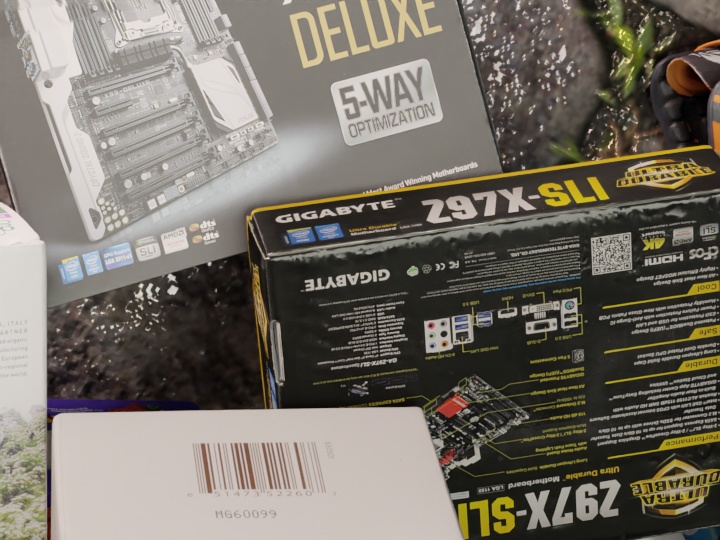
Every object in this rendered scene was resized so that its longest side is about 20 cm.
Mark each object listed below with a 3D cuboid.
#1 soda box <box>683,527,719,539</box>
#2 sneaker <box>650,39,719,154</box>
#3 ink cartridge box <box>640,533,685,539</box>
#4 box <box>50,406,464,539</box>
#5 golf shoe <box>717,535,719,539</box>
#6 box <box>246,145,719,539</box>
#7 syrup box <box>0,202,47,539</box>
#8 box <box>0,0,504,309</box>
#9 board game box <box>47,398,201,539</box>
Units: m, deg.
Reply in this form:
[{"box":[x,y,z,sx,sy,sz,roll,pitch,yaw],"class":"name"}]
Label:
[{"box":[0.187,0.093,1.276,0.068,0.064,0.200,-17,112,-17],"class":"soda box"},{"box":[0.203,-0.111,1.209,0.112,0.078,0.200,4,105,-25],"class":"sneaker"},{"box":[0.040,0.157,1.201,0.200,0.083,0.145,-44,117,9],"class":"ink cartridge box"},{"box":[-0.046,0.166,1.033,0.152,0.106,0.200,-1,116,-8],"class":"box"},{"box":[0.193,0.099,1.193,0.073,0.092,0.200,-29,115,-11],"class":"golf shoe"},{"box":[0.059,0.041,1.079,0.200,0.049,0.160,-9,118,-7],"class":"box"},{"box":[-0.175,0.076,1.054,0.079,0.081,0.200,-5,104,-23],"class":"syrup box"},{"box":[-0.057,-0.087,1.077,0.200,0.050,0.158,-15,96,-6],"class":"box"},{"box":[-0.168,0.125,1.144,0.200,0.045,0.135,2,106,-24],"class":"board game box"}]
